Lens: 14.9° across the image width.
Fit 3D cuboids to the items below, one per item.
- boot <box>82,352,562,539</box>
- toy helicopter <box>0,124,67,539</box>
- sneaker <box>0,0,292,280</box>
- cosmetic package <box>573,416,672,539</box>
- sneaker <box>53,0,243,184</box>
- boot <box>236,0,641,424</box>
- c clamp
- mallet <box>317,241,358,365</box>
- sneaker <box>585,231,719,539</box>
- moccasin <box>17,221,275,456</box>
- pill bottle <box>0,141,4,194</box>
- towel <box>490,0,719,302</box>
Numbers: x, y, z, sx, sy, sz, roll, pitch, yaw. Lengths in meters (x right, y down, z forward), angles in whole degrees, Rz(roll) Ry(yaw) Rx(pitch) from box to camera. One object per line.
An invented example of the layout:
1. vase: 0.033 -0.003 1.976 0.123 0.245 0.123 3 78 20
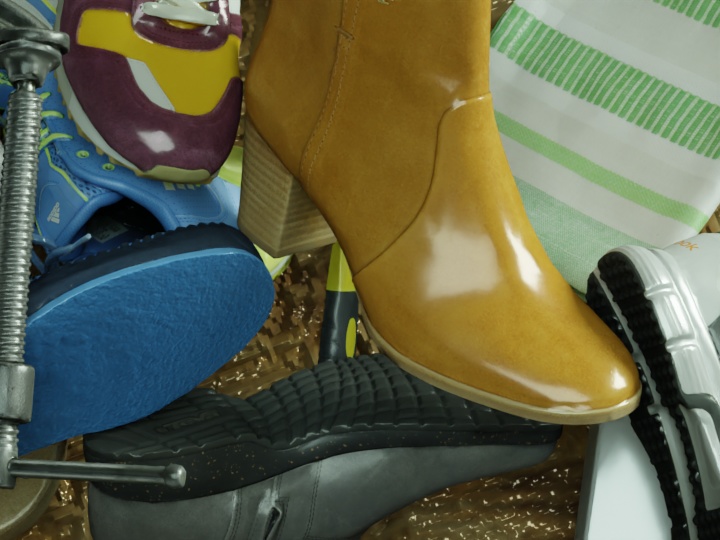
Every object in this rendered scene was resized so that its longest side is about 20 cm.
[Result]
1. boot: -0.017 0.109 1.101 0.199 0.070 0.132 -5 113 -12
2. toy helicopter: -0.157 0.016 1.126 0.131 0.079 0.201 -7 68 6
3. sneaker: -0.113 -0.062 1.113 0.200 0.105 0.076 41 116 6
4. cosmetic package: 0.138 0.103 1.105 0.101 0.071 0.201 8 80 2
5. sneaker: -0.077 -0.129 1.088 0.075 0.090 0.201 8 50 -25
6. boot: 0.033 -0.044 1.021 0.201 0.071 0.145 31 123 30
7. c clamp: -0.148 -0.016 1.000 0.170 0.027 0.201 -4 81 9
8. mallet: 0.000 0.000 1.135 0.041 0.066 0.201 9 103 39
9. sneaker: 0.155 0.078 1.035 0.080 0.074 0.201 -17 91 -24
10. moccasin: -0.133 0.026 1.042 0.199 0.081 0.068 -22 38 -10
11. pill bottle: -0.218 -0.074 1.094 0.109 0.109 0.200 -42 62 -6
12. towel: 0.112 -0.089 1.123 0.152 0.023 0.200 29 81 43
